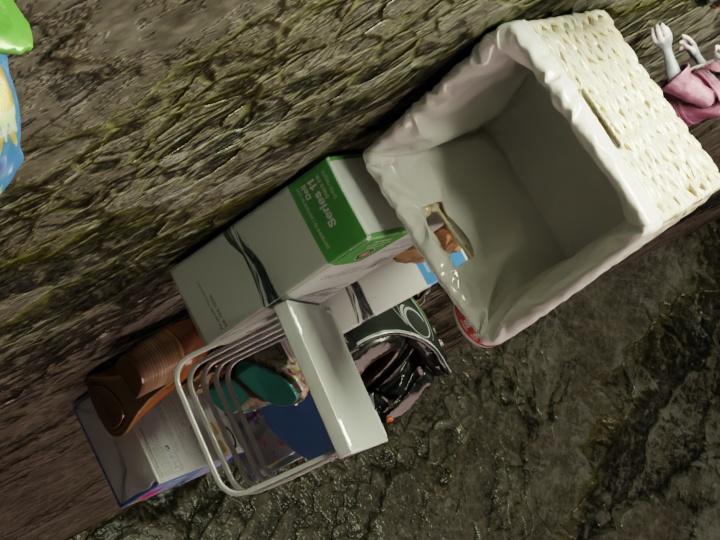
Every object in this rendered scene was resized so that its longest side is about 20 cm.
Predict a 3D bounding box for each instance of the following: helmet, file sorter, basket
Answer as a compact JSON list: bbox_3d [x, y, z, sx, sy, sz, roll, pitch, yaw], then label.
[{"bbox_3d":[-0.005,0.092,1.829,0.199,0.201,0.191,-26,-146,-11],"label":"helmet"},{"bbox_3d":[-0.071,0.118,1.398,0.124,0.139,0.200,-25,173,7],"label":"file sorter"},{"bbox_3d":[0.150,-0.083,1.271,0.161,0.199,0.200,-26,170,-48],"label":"basket"}]

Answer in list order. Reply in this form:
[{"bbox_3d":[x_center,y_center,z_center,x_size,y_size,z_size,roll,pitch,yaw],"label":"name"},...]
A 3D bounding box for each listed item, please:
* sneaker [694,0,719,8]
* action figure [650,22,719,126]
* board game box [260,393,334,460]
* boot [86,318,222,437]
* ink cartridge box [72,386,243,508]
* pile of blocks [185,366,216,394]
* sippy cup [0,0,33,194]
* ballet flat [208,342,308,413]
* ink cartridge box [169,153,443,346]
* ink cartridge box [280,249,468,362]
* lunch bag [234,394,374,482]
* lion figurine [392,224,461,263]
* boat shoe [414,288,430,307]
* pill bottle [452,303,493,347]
[{"bbox_3d":[0.290,-0.251,1.136,0.098,0.071,0.200,-25,170,-6],"label":"sneaker"},{"bbox_3d":[0.305,-0.159,1.528,0.200,0.150,0.134,-17,174,40],"label":"action figure"},{"bbox_3d":[-0.077,0.115,1.723,0.039,0.201,0.158,-31,-169,-28],"label":"board game box"},{"bbox_3d":[-0.207,0.101,1.690,0.155,0.077,0.200,-27,165,-33],"label":"boot"},{"bbox_3d":[-0.227,0.184,1.848,0.076,0.137,0.200,-31,171,32],"label":"ink cartridge box"},{"bbox_3d":[-0.143,0.111,1.848,0.062,0.082,0.200,-48,143,17],"label":"pile of blocks"},{"bbox_3d":[-0.203,-0.050,0.599,0.177,0.140,0.130,10,-159,24],"label":"sippy cup"},{"bbox_3d":[-0.100,0.104,1.618,0.064,0.076,0.200,-48,-164,-26],"label":"ballet flat"},{"bbox_3d":[-0.049,-0.020,1.383,0.200,0.083,0.146,-33,171,28],"label":"ink cartridge box"},{"bbox_3d":[0.000,0.000,1.568,0.199,0.084,0.145,-29,-174,2],"label":"ink cartridge box"},{"bbox_3d":[-0.089,0.150,1.986,0.199,0.170,0.127,-30,176,-1],"label":"lunch bag"},{"bbox_3d":[0.104,-0.083,1.458,0.200,0.073,0.122,-49,-156,-26],"label":"lion figurine"},{"bbox_3d":[0.054,0.029,2.048,0.072,0.072,0.200,-32,171,19],"label":"boat shoe"},{"bbox_3d":[0.256,0.041,2.625,0.116,0.116,0.200,-20,168,-44],"label":"pill bottle"}]
